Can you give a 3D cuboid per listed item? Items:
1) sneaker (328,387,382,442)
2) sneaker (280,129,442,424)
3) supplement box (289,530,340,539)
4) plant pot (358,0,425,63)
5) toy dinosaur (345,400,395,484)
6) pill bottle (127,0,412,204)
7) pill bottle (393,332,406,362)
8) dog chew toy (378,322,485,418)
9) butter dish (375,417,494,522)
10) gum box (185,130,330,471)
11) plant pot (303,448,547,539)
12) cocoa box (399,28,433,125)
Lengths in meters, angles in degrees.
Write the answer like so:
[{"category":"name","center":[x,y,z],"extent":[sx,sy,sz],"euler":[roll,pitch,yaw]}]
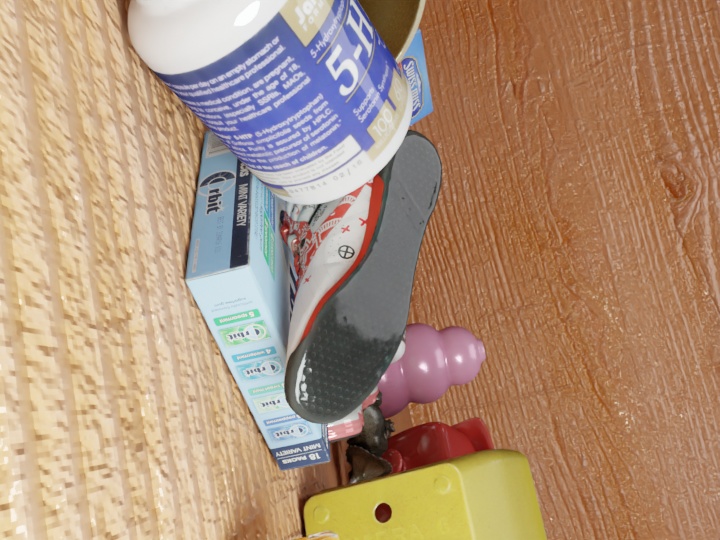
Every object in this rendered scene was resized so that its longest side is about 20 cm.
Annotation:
[{"category":"sneaker","center":[-0.025,0.099,0.738],"extent":[0.200,0.073,0.087],"euler":[-59,135,-84]},{"category":"sneaker","center":[-0.018,0.003,0.518],"extent":[0.067,0.108,0.203],"euler":[32,69,-32]},{"category":"supplement box","center":[-0.027,0.238,0.370],"extent":[0.069,0.066,0.201],"euler":[72,8,-52]},{"category":"plant pot","center":[-0.073,-0.241,0.583],"extent":[0.200,0.185,0.187],"euler":[-120,-170,-47]},{"category":"toy dinosaur","center":[0.002,0.165,0.888],"extent":[0.102,0.076,0.202],"euler":[100,-18,-83]},{"category":"pill bottle","center":[-0.062,-0.141,0.445],"extent":[0.200,0.119,0.120],"euler":[46,27,-46]},{"category":"pill bottle","center":[0.000,0.000,0.860],"extent":[0.109,0.108,0.201],"euler":[67,24,-67]},{"category":"dog chew toy","center":[0.067,0.127,1.020],"extent":[0.125,0.198,0.125],"euler":[-12,90,-85]},{"category":"butter dish","center":[0.067,0.272,0.956],"extent":[0.148,0.199,0.201],"euler":[45,23,-36]},{"category":"gum box","center":[-0.069,0.019,0.571],"extent":[0.171,0.044,0.201],"euler":[-97,173,-49]},{"category":"plant pot","center":[0.053,0.258,0.645],"extent":[0.176,0.199,0.201],"euler":[46,29,-59]},{"category":"cocoa box","center":[-0.019,-0.270,0.998],"extent":[0.200,0.131,0.134],"euler":[47,-16,37]}]
